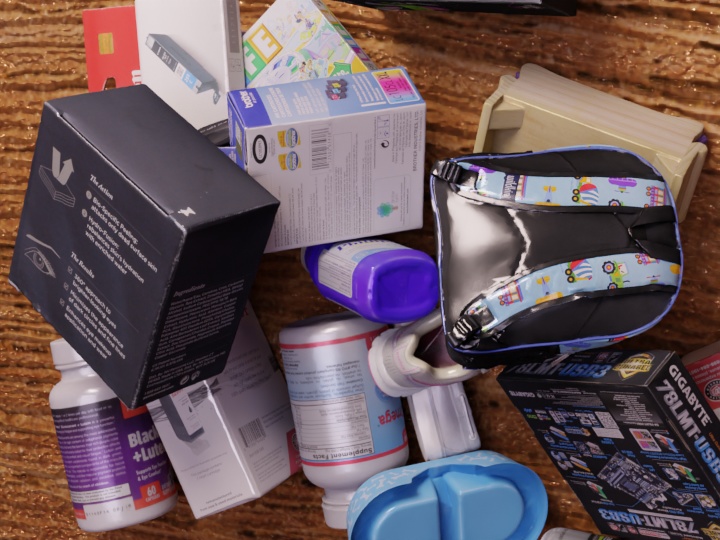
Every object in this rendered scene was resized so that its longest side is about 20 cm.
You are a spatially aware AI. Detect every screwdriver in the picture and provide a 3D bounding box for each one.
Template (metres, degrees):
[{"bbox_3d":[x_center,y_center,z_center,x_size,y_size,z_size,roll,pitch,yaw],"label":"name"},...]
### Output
[{"bbox_3d":[-0.187,-0.099,1.236,0.199,0.028,0.029,-24,61,19],"label":"screwdriver"}]

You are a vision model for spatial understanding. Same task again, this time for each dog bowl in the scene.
[{"bbox_3d":[0.078,0.232,1.253,0.198,0.050,0.112,-10,112,-15],"label":"dog bowl"}]

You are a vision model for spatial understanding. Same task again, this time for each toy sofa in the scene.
[{"bbox_3d":[0.208,-0.107,1.197,0.199,0.098,0.083,22,130,17],"label":"toy sofa"}]

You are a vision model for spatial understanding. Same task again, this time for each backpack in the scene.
[{"bbox_3d":[0.163,-0.011,1.105,0.198,0.135,0.184,-6,73,5],"label":"backpack"}]

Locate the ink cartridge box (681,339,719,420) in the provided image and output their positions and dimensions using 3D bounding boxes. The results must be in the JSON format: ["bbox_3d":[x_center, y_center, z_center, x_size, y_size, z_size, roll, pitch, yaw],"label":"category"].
[{"bbox_3d":[0.383,0.146,1.155,0.146,0.083,0.201,-25,88,24],"label":"ink cartridge box"}]

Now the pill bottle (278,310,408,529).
[{"bbox_3d":[-0.012,0.145,1.296,0.108,0.109,0.202,-8,95,22],"label":"pill bottle"}]

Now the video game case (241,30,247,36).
[{"bbox_3d":[-0.126,-0.150,1.331,0.199,0.045,0.183,14,102,19],"label":"video game case"}]

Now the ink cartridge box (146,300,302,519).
[{"bbox_3d":[-0.142,0.127,1.323,0.084,0.146,0.201,-23,89,24],"label":"ink cartridge box"}]

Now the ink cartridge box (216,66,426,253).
[{"bbox_3d":[-0.045,-0.097,1.190,0.198,0.076,0.137,-11,127,-14],"label":"ink cartridge box"}]

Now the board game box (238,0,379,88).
[{"bbox_3d":[-0.083,-0.158,1.270,0.200,0.034,0.135,-43,81,20],"label":"board game box"}]

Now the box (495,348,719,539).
[{"bbox_3d":[0.238,0.155,1.141,0.199,0.050,0.200,53,154,-18],"label":"box"}]

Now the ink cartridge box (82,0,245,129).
[{"bbox_3d":[-0.196,-0.161,1.270,0.175,0.045,0.202,-2,97,20],"label":"ink cartridge box"}]

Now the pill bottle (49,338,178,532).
[{"bbox_3d":[-0.267,0.165,1.396,0.111,0.111,0.202,-11,94,22],"label":"pill bottle"}]

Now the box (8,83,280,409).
[{"bbox_3d":[-0.196,-0.024,1.161,0.196,0.117,0.201,41,128,26],"label":"box"}]

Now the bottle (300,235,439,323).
[{"bbox_3d":[0.000,0.000,1.234,0.083,0.200,0.066,-5,102,-22],"label":"bottle"}]

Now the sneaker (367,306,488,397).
[{"bbox_3d":[0.109,0.061,1.214,0.199,0.088,0.082,-25,90,-14],"label":"sneaker"}]

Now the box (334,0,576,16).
[{"bbox_3d":[0.086,-0.294,1.170,0.199,0.148,0.125,5,99,20],"label":"box"}]

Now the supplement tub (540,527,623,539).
[{"bbox_3d":[0.258,0.314,1.208,0.199,0.122,0.124,8,101,19],"label":"supplement tub"}]

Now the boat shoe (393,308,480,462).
[{"bbox_3d":[0.074,0.084,1.280,0.068,0.072,0.202,-11,82,-6],"label":"boat shoe"}]
